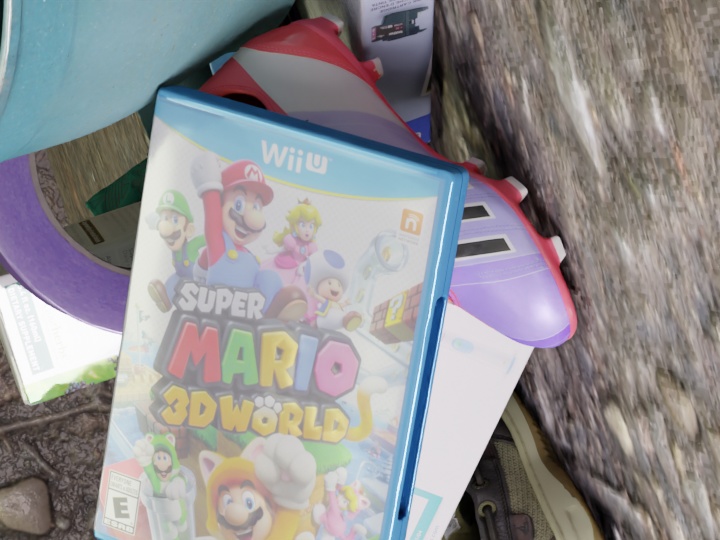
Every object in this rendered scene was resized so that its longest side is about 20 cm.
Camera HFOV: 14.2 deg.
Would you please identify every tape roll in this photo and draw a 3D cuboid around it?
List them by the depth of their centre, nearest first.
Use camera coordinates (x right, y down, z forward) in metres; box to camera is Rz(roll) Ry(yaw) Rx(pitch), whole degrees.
[{"bbox_3d":[-0.115,-0.065,1.561,0.085,0.199,0.201,-174,66,-80],"label":"tape roll"}]

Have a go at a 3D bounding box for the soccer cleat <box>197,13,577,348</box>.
[{"bbox_3d":[0.010,-0.028,1.201,0.200,0.076,0.067,47,158,28],"label":"soccer cleat"}]

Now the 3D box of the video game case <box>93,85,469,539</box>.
[{"bbox_3d":[-0.036,0.037,1.195,0.143,0.018,0.201,17,106,26],"label":"video game case"}]

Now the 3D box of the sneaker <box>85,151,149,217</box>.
[{"bbox_3d":[-0.114,-0.069,1.774,0.084,0.120,0.201,-138,33,-70],"label":"sneaker"}]

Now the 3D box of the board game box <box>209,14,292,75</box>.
[{"bbox_3d":[-0.056,-0.144,1.422,0.200,0.036,0.152,-71,-35,-80],"label":"board game box"}]

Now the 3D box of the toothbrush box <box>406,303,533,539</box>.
[{"bbox_3d":[-0.011,0.048,1.320,0.147,0.085,0.200,-65,19,7],"label":"toothbrush box"}]

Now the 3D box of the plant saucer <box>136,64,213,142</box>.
[{"bbox_3d":[-0.094,-0.137,1.417,0.201,0.039,0.202,-15,-90,-83],"label":"plant saucer"}]

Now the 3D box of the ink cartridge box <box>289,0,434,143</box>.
[{"bbox_3d":[-0.003,-0.135,1.287,0.200,0.042,0.120,93,158,-58],"label":"ink cartridge box"}]

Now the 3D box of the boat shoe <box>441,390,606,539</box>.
[{"bbox_3d":[0.058,0.107,1.297,0.201,0.066,0.072,-126,20,-60],"label":"boat shoe"}]

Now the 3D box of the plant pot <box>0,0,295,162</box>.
[{"bbox_3d":[-0.132,-0.147,1.222,0.200,0.187,0.201,17,113,45],"label":"plant pot"}]

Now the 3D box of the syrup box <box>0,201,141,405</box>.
[{"bbox_3d":[-0.118,0.004,1.691,0.081,0.199,0.079,-138,31,-73],"label":"syrup box"}]
